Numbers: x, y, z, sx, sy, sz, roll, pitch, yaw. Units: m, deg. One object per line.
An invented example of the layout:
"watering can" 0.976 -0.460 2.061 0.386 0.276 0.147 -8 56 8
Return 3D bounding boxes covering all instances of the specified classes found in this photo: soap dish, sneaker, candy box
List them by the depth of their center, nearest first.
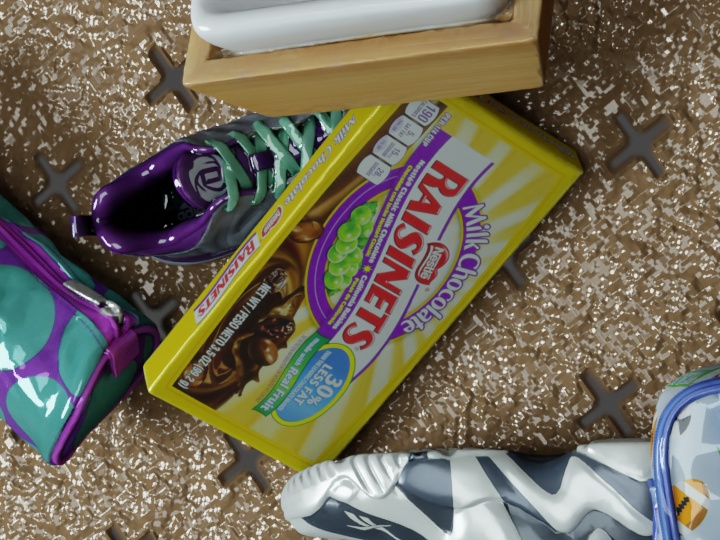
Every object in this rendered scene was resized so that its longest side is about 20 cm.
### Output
"soap dish" 0.016 -0.159 1.052 0.156 0.081 0.201 -5 57 22
"sneaker" 0.060 0.143 1.107 0.198 0.079 0.131 -4 86 13
"candy box" 0.000 0.000 1.117 0.102 0.026 0.200 29 112 -28
"sneaker" -0.033 -0.045 1.123 0.199 0.087 0.075 -23 87 23

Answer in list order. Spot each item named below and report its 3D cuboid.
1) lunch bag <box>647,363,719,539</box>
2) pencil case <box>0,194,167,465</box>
"lunch bag" 0.197 0.133 1.028 0.159 0.076 0.202 -8 93 2
"pencil case" -0.184 -0.003 1.193 0.200 0.085 0.093 42 125 13
